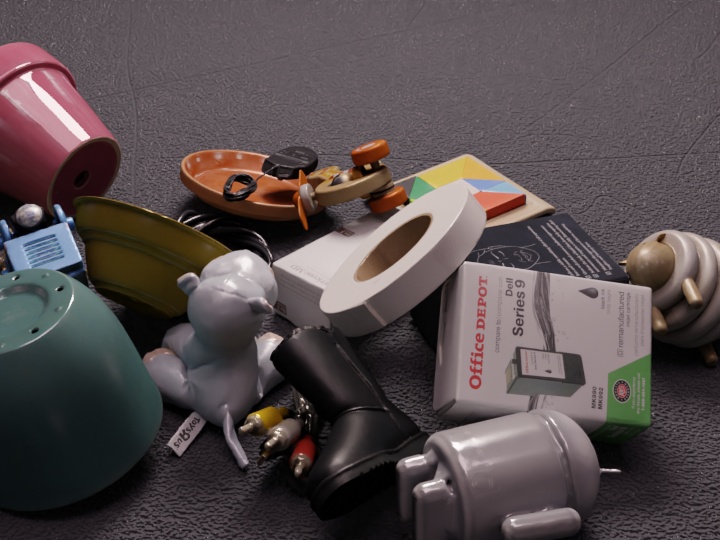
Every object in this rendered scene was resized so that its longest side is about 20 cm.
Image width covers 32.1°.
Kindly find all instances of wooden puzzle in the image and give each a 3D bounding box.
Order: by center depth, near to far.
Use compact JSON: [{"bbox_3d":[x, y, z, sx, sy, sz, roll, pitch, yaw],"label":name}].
[{"bbox_3d":[0.131,-0.098,1.668,0.199,0.038,0.185,-18,36,-28],"label":"wooden puzzle"}]

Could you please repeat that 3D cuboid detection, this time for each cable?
[{"bbox_3d":[-0.052,0.148,1.247,0.097,0.050,0.200,40,29,0],"label":"cable"},{"bbox_3d":[-0.184,-0.014,1.515,0.162,0.051,0.200,19,36,26],"label":"cable"}]

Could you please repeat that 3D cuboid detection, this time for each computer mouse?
[{"bbox_3d":[-0.115,-0.117,1.611,0.058,0.034,0.200,19,29,24],"label":"computer mouse"}]

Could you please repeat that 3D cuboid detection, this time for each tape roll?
[{"bbox_3d":[0.044,-0.011,1.311,0.202,0.037,0.203,-37,17,13],"label":"tape roll"}]

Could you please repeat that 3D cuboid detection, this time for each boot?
[{"bbox_3d":[-0.032,0.134,1.168,0.168,0.077,0.200,47,25,17],"label":"boot"}]

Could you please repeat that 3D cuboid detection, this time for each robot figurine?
[{"bbox_3d":[0.132,0.191,1.134,0.198,0.114,0.170,-11,31,-18],"label":"robot figurine"}]

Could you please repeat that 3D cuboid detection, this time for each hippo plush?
[{"bbox_3d":[-0.156,0.065,1.283,0.158,0.162,0.200,10,33,13],"label":"hippo plush"}]

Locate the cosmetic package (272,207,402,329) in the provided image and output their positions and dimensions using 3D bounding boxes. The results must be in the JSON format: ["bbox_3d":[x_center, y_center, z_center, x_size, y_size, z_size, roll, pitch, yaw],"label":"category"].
[{"bbox_3d":[0.000,0.000,1.476,0.101,0.075,0.199,26,38,35],"label":"cosmetic package"}]

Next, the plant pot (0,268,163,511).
[{"bbox_3d":[-0.306,0.097,1.192,0.199,0.162,0.201,-9,36,7],"label":"plant pot"}]

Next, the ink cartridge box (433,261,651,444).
[{"bbox_3d":[0.181,0.083,1.242,0.198,0.084,0.147,8,71,-9],"label":"ink cartridge box"}]

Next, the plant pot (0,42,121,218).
[{"bbox_3d":[-0.419,-0.168,1.641,0.179,0.201,0.200,36,44,21],"label":"plant pot"}]

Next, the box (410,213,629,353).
[{"bbox_3d":[0.173,0.030,1.399,0.198,0.108,0.149,-9,34,-17],"label":"box"}]

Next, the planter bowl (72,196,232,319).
[{"bbox_3d":[-0.233,-0.001,1.363,0.199,0.200,0.084,14,75,20],"label":"planter bowl"}]

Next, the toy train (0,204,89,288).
[{"bbox_3d":[-0.330,0.020,1.333,0.086,0.201,0.115,-18,55,-17],"label":"toy train"}]

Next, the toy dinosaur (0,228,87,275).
[{"bbox_3d":[-0.392,0.004,1.435,0.058,0.102,0.200,27,37,21],"label":"toy dinosaur"}]

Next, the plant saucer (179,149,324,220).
[{"bbox_3d":[-0.140,-0.110,1.652,0.198,0.033,0.201,12,22,-5],"label":"plant saucer"}]

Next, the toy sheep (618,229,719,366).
[{"bbox_3d":[0.365,0.026,1.392,0.199,0.138,0.138,32,15,-34],"label":"toy sheep"}]

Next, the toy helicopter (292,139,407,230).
[{"bbox_3d":[-0.034,-0.104,1.561,0.131,0.079,0.200,-25,14,-12],"label":"toy helicopter"}]
